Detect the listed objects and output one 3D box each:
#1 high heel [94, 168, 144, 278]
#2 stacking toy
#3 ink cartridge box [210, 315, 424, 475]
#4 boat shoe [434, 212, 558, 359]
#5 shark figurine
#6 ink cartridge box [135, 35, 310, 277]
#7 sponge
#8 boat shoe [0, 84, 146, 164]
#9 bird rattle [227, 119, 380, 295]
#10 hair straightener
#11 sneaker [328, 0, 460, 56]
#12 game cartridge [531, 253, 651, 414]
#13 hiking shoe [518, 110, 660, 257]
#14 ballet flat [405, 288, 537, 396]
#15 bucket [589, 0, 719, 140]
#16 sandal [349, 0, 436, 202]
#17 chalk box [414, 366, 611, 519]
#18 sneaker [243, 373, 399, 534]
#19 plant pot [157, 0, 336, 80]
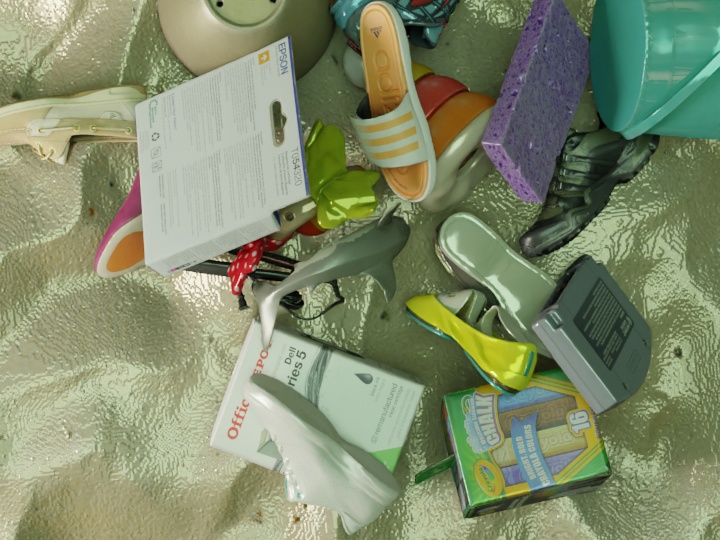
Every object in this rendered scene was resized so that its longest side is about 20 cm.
[{"bbox_3d":[-0.234,-0.087,1.697,0.067,0.096,0.201,20,115,-43],"label":"high heel"},{"bbox_3d":[0.057,-0.174,1.679,0.200,0.146,0.146,43,90,16],"label":"stacking toy"},{"bbox_3d":[-0.048,0.153,1.688,0.198,0.084,0.147,21,91,-3],"label":"ink cartridge box"},{"bbox_3d":[0.159,0.018,1.706,0.202,0.060,0.072,45,79,-5],"label":"boat shoe"},{"bbox_3d":[-0.010,0.005,1.625,0.213,0.128,0.090,-29,87,-24],"label":"shark figurine"},{"bbox_3d":[-0.136,-0.116,1.586,0.198,0.043,0.198,-20,59,21],"label":"ink cartridge box"},{"bbox_3d":[0.190,-0.184,1.645,0.030,0.112,0.202,4,61,36],"label":"sponge"},{"bbox_3d":[-0.323,-0.149,1.670,0.197,0.074,0.070,-11,87,-3],"label":"boat shoe"},{"bbox_3d":[-0.060,-0.056,1.642,0.200,0.163,0.113,-43,82,20],"label":"bird rattle"},{"bbox_3d":[-0.113,0.015,1.702,0.198,0.041,0.078,17,74,-9],"label":"hair straightener"},{"bbox_3d":[0.067,-0.285,1.668,0.198,0.079,0.096,-26,89,-13],"label":"sneaker"},{"bbox_3d":[0.252,0.070,1.651,0.041,0.200,0.134,-31,96,28],"label":"game cartridge"},{"bbox_3d":[0.231,-0.103,1.705,0.101,0.076,0.200,44,81,5],"label":"hiking shoe"},{"bbox_3d":[0.122,0.059,1.650,0.066,0.200,0.068,16,106,-39],"label":"ballet flat"},{"bbox_3d":[0.329,-0.232,1.623,0.133,0.207,0.210,-1,92,-9],"label":"bucket"},{"bbox_3d":[0.019,-0.168,1.593,0.059,0.079,0.209,-18,97,-42],"label":"sandal"},{"bbox_3d":[0.152,0.189,1.667,0.197,0.125,0.125,-12,75,-3],"label":"chalk box"},{"bbox_3d":[-0.058,0.196,1.617,0.200,0.075,0.089,42,102,-5],"label":"sneaker"},{"bbox_3d":[-0.121,-0.292,1.644,0.198,0.134,0.203,0,92,-2],"label":"plant pot"}]
